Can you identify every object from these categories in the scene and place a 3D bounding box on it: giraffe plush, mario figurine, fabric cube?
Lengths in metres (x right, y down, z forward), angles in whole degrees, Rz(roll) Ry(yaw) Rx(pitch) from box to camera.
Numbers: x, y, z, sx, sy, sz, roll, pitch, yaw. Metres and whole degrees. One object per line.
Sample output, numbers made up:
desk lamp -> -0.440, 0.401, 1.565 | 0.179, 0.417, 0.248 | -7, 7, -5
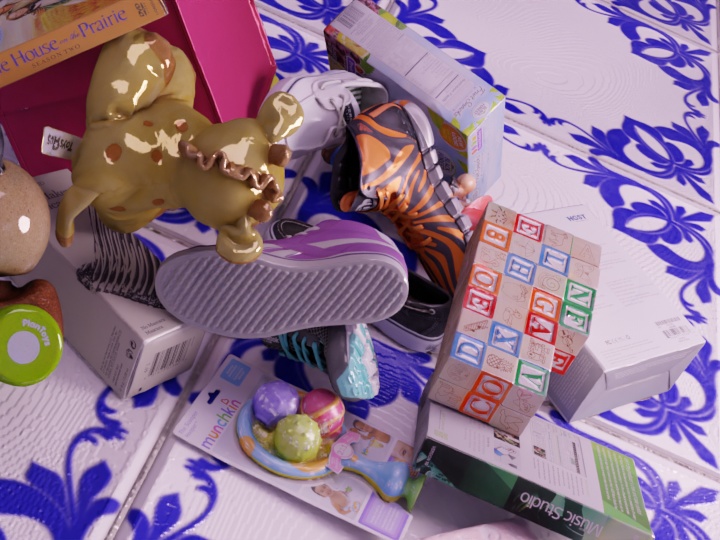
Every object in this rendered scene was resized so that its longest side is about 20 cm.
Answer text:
giraffe plush -> -0.125, -0.085, 0.964 | 0.160, 0.175, 0.200 | 13, 18, 9
mario figurine -> 0.064, -0.093, 1.314 | 0.199, 0.107, 0.123 | 36, 35, 18
fabric cube -> -0.211, -0.205, 1.152 | 0.197, 0.202, 0.197 | -9, 33, 16

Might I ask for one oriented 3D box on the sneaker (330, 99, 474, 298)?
sneaker -> 0.033, -0.053, 1.198 | 0.111, 0.077, 0.202 | -24, 90, -38

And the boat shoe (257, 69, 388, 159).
boat shoe -> -0.032, -0.156, 1.226 | 0.066, 0.074, 0.200 | 7, 27, 22

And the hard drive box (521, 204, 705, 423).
hard drive box -> 0.212, 0.035, 1.250 | 0.154, 0.077, 0.201 | -9, 51, -38

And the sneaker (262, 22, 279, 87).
sneaker -> -0.145, -0.231, 1.383 | 0.084, 0.075, 0.201 | 8, 38, -33

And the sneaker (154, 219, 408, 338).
sneaker -> -0.063, 0.000, 1.031 | 0.197, 0.074, 0.115 | 2, 24, -4

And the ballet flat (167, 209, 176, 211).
ballet flat -> -0.163, -0.106, 1.241 | 0.071, 0.069, 0.201 | 35, 32, -18

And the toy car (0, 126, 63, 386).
toy car -> -0.283, -0.026, 0.900 | 0.156, 0.203, 0.164 | 6, -3, -24

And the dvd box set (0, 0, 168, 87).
dvd box set -> -0.252, -0.202, 0.981 | 0.198, 0.030, 0.147 | -23, 42, 1

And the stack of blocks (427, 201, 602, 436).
stack of blocks -> 0.137, 0.042, 1.104 | 0.114, 0.059, 0.201 | 22, 44, -2

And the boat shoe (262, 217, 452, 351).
boat shoe -> 0.000, 0.000, 1.198 | 0.199, 0.057, 0.069 | 32, 36, 10

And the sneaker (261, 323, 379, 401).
sneaker -> -0.038, 0.055, 1.080 | 0.090, 0.078, 0.200 | -18, 26, -1

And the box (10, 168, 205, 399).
box -> -0.219, 0.007, 1.052 | 0.200, 0.069, 0.082 | 42, 38, 21

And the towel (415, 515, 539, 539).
towel -> 0.096, 0.275, 0.929 | 0.189, 0.032, 0.201 | -3, 45, -33

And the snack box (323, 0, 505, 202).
snack box -> 0.058, -0.175, 1.357 | 0.199, 0.169, 0.068 | 37, 74, 19

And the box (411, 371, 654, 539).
box -> 0.140, 0.161, 1.060 | 0.198, 0.037, 0.144 | 23, 17, -1

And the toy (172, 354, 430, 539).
toy -> -0.035, 0.129, 1.023 | 0.198, 0.048, 0.115 | 28, 34, 4
